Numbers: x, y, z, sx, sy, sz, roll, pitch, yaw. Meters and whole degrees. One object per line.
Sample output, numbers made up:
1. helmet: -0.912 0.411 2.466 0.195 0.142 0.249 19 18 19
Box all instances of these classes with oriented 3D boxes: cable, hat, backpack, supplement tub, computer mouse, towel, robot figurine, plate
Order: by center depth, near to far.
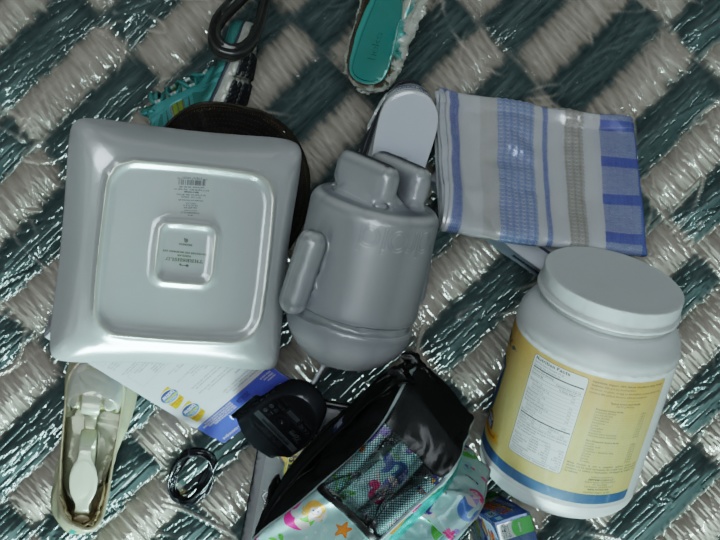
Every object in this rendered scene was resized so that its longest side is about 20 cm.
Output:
1. plate: -0.148 -0.017 1.224 0.198 0.032 0.202 4 97 -21
2. backpack: 0.009 0.188 1.242 0.200 0.178 0.151 -39 91 11
3. robot figurine: 0.000 0.000 1.268 0.169 0.113 0.201 -2 111 -42
4. supplement tub: 0.193 0.096 1.280 0.144 0.145 0.201 12 114 -2
5. hat: -0.120 -0.042 1.293 0.199 0.081 0.202 -12 119 -22
6. computer mouse: -0.103 0.153 1.320 0.200 0.034 0.059 -34 105 30
7. towel: 0.160 -0.088 1.321 0.198 0.024 0.148 7 63 -13
8. cable: -0.083 -0.272 1.328 0.096 0.050 0.201 12 76 -13

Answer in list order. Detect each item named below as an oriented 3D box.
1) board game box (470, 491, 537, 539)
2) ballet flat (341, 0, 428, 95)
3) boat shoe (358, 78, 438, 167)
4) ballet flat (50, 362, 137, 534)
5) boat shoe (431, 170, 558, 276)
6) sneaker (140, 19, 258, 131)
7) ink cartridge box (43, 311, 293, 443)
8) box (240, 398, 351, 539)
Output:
1. board game box: 0.146 0.305 1.314 0.034 0.135 0.201 -15 90 -8
2. ballet flat: 0.035 -0.256 1.333 0.071 0.072 0.201 20 101 -2
3. boat shoe: 0.018 -0.077 1.343 0.071 0.068 0.201 12 108 -8
4. ballet flat: -0.241 0.141 1.335 0.069 0.069 0.202 7 90 -2
5. boat shoe: 0.153 -0.043 1.350 0.200 0.074 0.066 36 85 -12
6. sneaker: -0.156 -0.143 1.334 0.079 0.078 0.201 31 90 7
7. ink cartridge box: -0.163 0.067 1.302 0.200 0.042 0.119 36 126 -20
8. box: -0.026 0.221 1.352 0.158 0.046 0.202 11 90 -1
